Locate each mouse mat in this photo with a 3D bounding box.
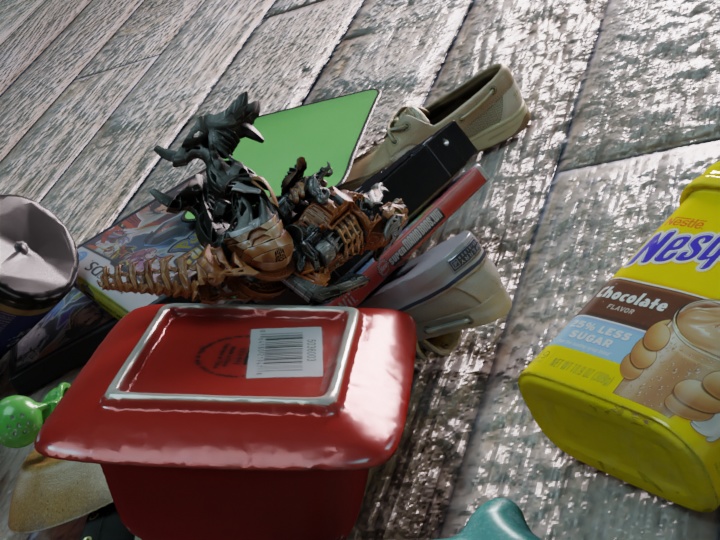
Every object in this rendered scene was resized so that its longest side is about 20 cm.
[{"bbox_3d":[-0.070,-0.109,1.127,0.161,0.008,0.200,-11,32,21],"label":"mouse mat"}]

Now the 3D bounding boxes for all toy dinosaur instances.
[{"bbox_3d":[-0.067,-0.030,0.773,0.102,0.200,0.136,-51,61,34],"label":"toy dinosaur"}]

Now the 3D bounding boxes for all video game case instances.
[{"bbox_3d":[0.000,0.000,0.918,0.200,0.017,0.143,-43,8,-36],"label":"video game case"},{"bbox_3d":[-0.244,0.019,1.162,0.200,0.026,0.181,-28,30,1],"label":"video game case"},{"bbox_3d":[-0.157,-0.029,1.099,0.200,0.026,0.181,-35,32,-21],"label":"video game case"}]

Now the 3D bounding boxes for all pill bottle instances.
[{"bbox_3d":[-0.349,0.026,1.092,0.200,0.112,0.112,-37,21,37],"label":"pill bottle"}]

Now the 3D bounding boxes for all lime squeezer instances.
[{"bbox_3d":[-0.236,0.106,0.869,0.071,0.038,0.200,-26,-7,40],"label":"lime squeezer"}]

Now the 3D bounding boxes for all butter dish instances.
[{"bbox_3d":[-0.067,0.112,0.731,0.199,0.148,0.200,0,21,6],"label":"butter dish"}]

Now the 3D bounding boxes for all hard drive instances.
[{"bbox_3d":[-0.011,-0.028,0.924,0.200,0.038,0.140,-42,7,-34],"label":"hard drive"}]

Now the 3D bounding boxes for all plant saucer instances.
[{"bbox_3d":[-0.171,0.119,0.876,0.200,0.035,0.200,-26,9,5],"label":"plant saucer"}]

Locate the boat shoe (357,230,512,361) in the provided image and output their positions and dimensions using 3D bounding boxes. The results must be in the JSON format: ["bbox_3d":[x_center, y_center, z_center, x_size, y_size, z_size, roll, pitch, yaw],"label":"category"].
[{"bbox_3d":[0.038,0.034,0.861,0.071,0.070,0.200,-42,7,-34],"label":"boat shoe"}]

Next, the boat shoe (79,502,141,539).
[{"bbox_3d":[-0.153,0.210,0.756,0.063,0.074,0.202,-23,27,19],"label":"boat shoe"}]

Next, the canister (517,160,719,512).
[{"bbox_3d":[0.207,0.033,0.710,0.200,0.087,0.148,-43,33,-21],"label":"canister"}]

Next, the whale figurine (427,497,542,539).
[{"bbox_3d":[0.011,0.182,0.627,0.200,0.104,0.159,-34,30,-9],"label":"whale figurine"}]

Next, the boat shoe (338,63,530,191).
[{"bbox_3d":[0.052,-0.121,1.088,0.200,0.065,0.072,-26,30,6],"label":"boat shoe"}]
